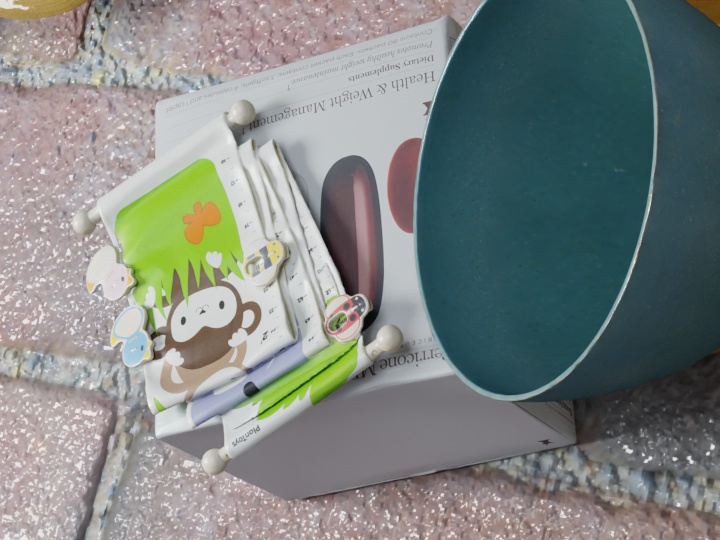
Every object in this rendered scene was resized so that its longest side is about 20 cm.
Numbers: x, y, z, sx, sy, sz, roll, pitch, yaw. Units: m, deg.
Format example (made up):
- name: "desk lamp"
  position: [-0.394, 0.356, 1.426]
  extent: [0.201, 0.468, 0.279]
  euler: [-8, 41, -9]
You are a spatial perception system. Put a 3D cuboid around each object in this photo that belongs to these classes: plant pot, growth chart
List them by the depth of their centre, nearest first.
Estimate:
- name: "plant pot"
  position: [0.130, -0.035, 0.884]
  extent: [0.200, 0.134, 0.202]
  euler: [-26, 61, 59]
- name: "growth chart"
  position: [-0.073, 0.008, 0.997]
  extent: [0.144, 0.018, 0.201]
  euler: [-40, 56, 13]

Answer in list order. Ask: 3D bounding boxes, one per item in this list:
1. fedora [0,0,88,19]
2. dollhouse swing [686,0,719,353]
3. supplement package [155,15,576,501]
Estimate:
- name: "fedora"
  position: [-0.202, -0.256, 1.306]
  extent: [0.199, 0.082, 0.203]
  euler: [-7, 73, 24]
- name: "dollhouse swing"
  position: [0.202, -0.087, 0.959]
  extent: [0.180, 0.176, 0.202]
  euler: [-12, 67, 25]
- name: "supplement package"
  position: [0.000, 0.000, 1.057]
  extent: [0.190, 0.147, 0.202]
  euler: [-14, 65, 24]
